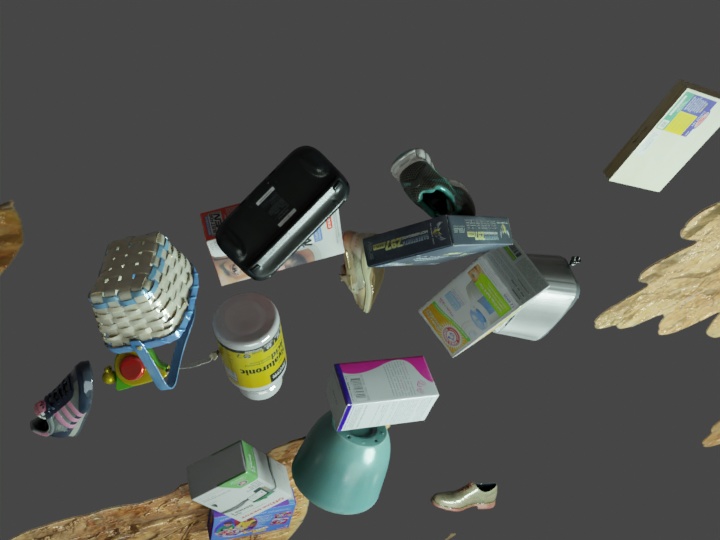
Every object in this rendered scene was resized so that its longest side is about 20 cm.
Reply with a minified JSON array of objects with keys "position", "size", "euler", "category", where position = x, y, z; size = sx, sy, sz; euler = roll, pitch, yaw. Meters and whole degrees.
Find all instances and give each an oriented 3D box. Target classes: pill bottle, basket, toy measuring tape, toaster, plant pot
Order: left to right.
[{"position":[-0.307,0.053,1.206],"size":[0.139,0.177,0.200],"euler":[-13,131,14],"category":"basket"},{"position":[-0.343,0.146,1.372],"size":[0.200,0.074,0.074],"euler":[-17,142,1],"category":"toy measuring tape"},{"position":[-0.186,0.139,1.405],"size":[0.111,0.111,0.200],"euler":[-14,143,-9],"category":"pill bottle"},{"position":[-0.028,0.382,1.713],"size":[0.200,0.201,0.161],"euler":[4,124,-28],"category":"plant pot"},{"position":[0.312,0.043,1.515],"size":[0.129,0.114,0.200],"euler":[6,138,-27],"category":"toaster"}]

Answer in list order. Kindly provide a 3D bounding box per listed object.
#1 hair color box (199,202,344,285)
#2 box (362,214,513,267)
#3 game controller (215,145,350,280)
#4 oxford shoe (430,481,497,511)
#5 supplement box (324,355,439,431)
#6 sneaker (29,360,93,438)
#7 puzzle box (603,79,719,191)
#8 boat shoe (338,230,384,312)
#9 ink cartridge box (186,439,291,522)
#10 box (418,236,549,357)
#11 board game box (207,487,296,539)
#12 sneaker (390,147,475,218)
[{"position":[-0.130,-0.056,1.234],"size":[0.200,0.064,0.111],"euler":[-15,142,-6],"category":"hair color box"},{"position":[0.124,-0.045,1.275],"size":[0.157,0.051,0.200],"euler":[-16,173,35],"category":"box"},{"position":[-0.111,-0.082,1.161],"size":[0.200,0.104,0.042],"euler":[-45,180,0],"category":"game controller"},{"position":[0.288,0.618,2.257],"size":[0.200,0.070,0.075],"euler":[2,111,-24],"category":"oxford shoe"},{"position":[0.042,0.248,1.649],"size":[0.200,0.101,0.103],"euler":[-3,139,-21],"category":"supplement box"},{"position":[-0.513,0.227,1.397],"size":[0.082,0.070,0.200],"euler":[3,135,-32],"category":"sneaker"},{"position":[0.517,-0.220,1.360],"size":[0.133,0.025,0.200],"euler":[8,134,-31],"category":"puzzle box"},{"position":[0.000,0.000,1.367],"size":[0.065,0.072,0.200],"euler":[16,149,12],"category":"boat shoe"},{"position":[-0.263,0.466,1.789],"size":[0.146,0.084,0.200],"euler":[-29,141,11],"category":"ink cartridge box"},{"position":[0.213,0.050,1.426],"size":[0.101,0.113,0.200],"euler":[-27,167,-43],"category":"box"},{"position":[-0.265,0.593,1.974],"size":[0.200,0.045,0.135],"euler":[-4,140,-20],"category":"board game box"},{"position":[0.123,-0.105,1.264],"size":[0.078,0.091,0.200],"euler":[-40,139,20],"category":"sneaker"}]
